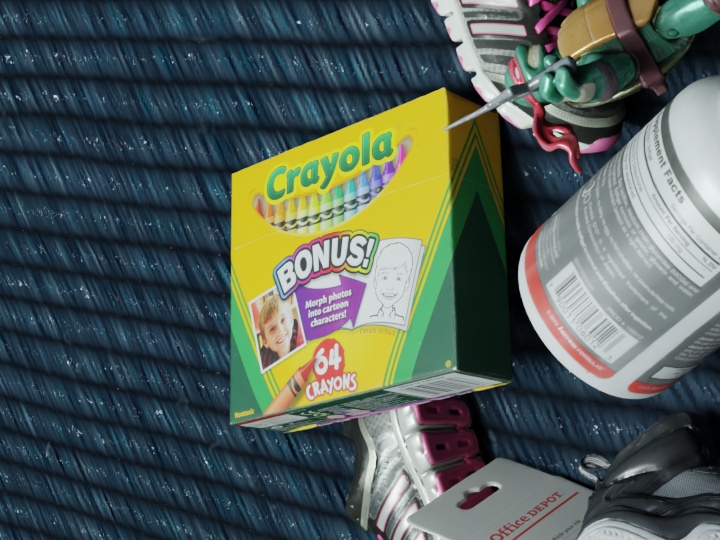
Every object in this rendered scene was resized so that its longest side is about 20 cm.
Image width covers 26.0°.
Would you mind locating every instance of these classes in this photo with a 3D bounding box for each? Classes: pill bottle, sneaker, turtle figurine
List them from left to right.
[{"bbox_3d":[0.040,0.166,1.026,0.087,0.073,0.201,-17,88,42],"label":"sneaker"},{"bbox_3d":[0.094,-0.160,0.881,0.201,0.073,0.087,59,138,15],"label":"sneaker"},{"bbox_3d":[0.132,-0.137,0.804,0.199,0.101,0.150,-27,49,20],"label":"turtle figurine"},{"bbox_3d":[0.184,-0.029,0.820,0.116,0.116,0.200,54,130,13],"label":"pill bottle"},{"bbox_3d":[0.217,0.135,0.872,0.198,0.114,0.076,2,126,4],"label":"sneaker"}]

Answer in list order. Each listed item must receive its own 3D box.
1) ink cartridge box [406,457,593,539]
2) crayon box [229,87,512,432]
[{"bbox_3d":[0.133,0.192,0.933,0.199,0.117,0.068,21,119,34],"label":"ink cartridge box"},{"bbox_3d":[0.000,0.000,0.983,0.199,0.058,0.174,-17,68,42],"label":"crayon box"}]
